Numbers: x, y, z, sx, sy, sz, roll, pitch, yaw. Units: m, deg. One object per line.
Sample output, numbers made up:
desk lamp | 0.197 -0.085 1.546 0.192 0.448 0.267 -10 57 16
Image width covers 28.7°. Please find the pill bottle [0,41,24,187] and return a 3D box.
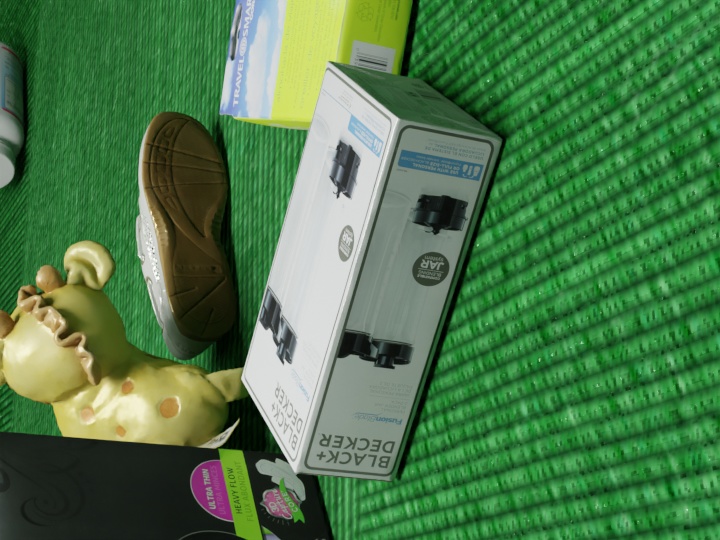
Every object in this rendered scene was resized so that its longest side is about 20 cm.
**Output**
pill bottle | -0.505 -0.207 1.884 0.109 0.109 0.200 124 146 -44

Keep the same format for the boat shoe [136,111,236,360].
boat shoe | -0.142 -0.026 1.073 0.069 0.071 0.200 -47 43 50

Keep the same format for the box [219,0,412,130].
box | -0.031 -0.151 0.893 0.200 0.048 0.122 -164 83 -66

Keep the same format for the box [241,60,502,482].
box | 0.000 0.000 0.765 0.117 0.060 0.200 -129 51 -59

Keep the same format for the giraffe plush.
giraffe plush | -0.179 0.081 0.942 0.200 0.162 0.173 -42 7 47

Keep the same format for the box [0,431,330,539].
box | -0.126 0.192 0.815 0.149 0.200 0.124 -109 35 -46
